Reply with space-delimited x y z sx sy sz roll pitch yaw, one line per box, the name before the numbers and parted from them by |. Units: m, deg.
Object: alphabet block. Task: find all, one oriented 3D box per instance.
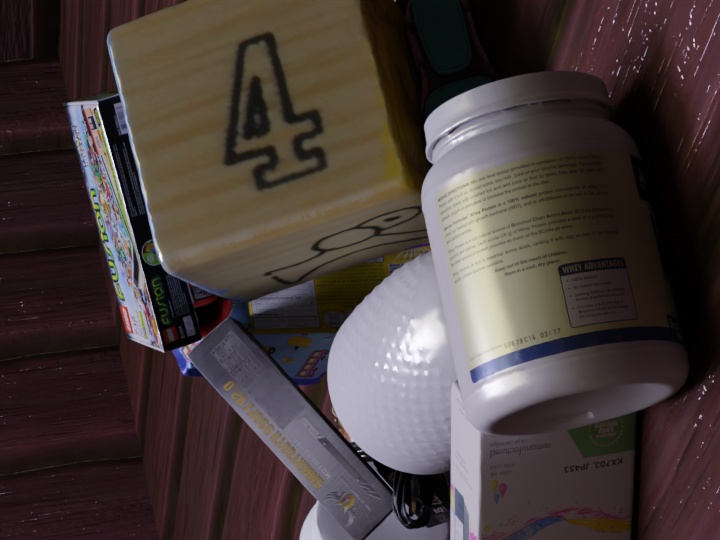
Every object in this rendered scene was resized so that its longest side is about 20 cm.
alphabet block | -0.054 -0.105 1.507 0.195 0.198 0.198 28 -135 -75

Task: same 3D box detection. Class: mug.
mug | 0.078 0.034 1.466 0.175 0.146 0.202 -47 21 61

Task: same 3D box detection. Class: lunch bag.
lunch bag | -0.060 0.027 1.753 0.151 0.199 0.094 -57 41 19

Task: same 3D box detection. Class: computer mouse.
computer mouse | 0.043 0.104 1.541 0.034 0.058 0.202 -23 60 36

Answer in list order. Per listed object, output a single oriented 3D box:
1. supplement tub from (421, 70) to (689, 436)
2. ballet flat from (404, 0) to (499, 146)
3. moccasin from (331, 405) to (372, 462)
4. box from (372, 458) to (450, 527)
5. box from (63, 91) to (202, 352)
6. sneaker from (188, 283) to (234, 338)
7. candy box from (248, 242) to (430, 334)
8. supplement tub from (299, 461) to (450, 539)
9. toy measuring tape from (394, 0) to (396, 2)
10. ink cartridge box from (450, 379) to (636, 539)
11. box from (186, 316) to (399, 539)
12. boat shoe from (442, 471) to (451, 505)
supplement tub | 0.118 -0.009 1.243 0.145 0.143 0.202 125 136 -69
ballet flat | 0.077 -0.133 1.524 0.071 0.068 0.201 70 -174 -52
moccasin | 0.008 0.154 1.856 0.202 0.073 0.079 71 -163 -67
box | 0.033 0.101 1.696 0.161 0.049 0.202 51 -159 -60
box | -0.181 -0.040 1.563 0.110 0.034 0.202 9 115 68
sneaker | -0.146 -0.042 1.617 0.108 0.067 0.203 42 142 49
candy box | 0.000 0.000 1.612 0.026 0.198 0.103 -51 -43 -67
supplement tub | 0.008 0.283 1.809 0.201 0.139 0.141 100 158 -49
toy measuring tape | 0.050 -0.141 1.623 0.074 0.073 0.202 152 122 -74
ink cartridge box | 0.124 0.172 1.356 0.067 0.116 0.202 -127 33 -64
box | -0.053 0.127 1.591 0.200 0.048 0.158 47 178 1
boat shoe | 0.087 0.130 1.576 0.075 0.068 0.201 100 158 -48
